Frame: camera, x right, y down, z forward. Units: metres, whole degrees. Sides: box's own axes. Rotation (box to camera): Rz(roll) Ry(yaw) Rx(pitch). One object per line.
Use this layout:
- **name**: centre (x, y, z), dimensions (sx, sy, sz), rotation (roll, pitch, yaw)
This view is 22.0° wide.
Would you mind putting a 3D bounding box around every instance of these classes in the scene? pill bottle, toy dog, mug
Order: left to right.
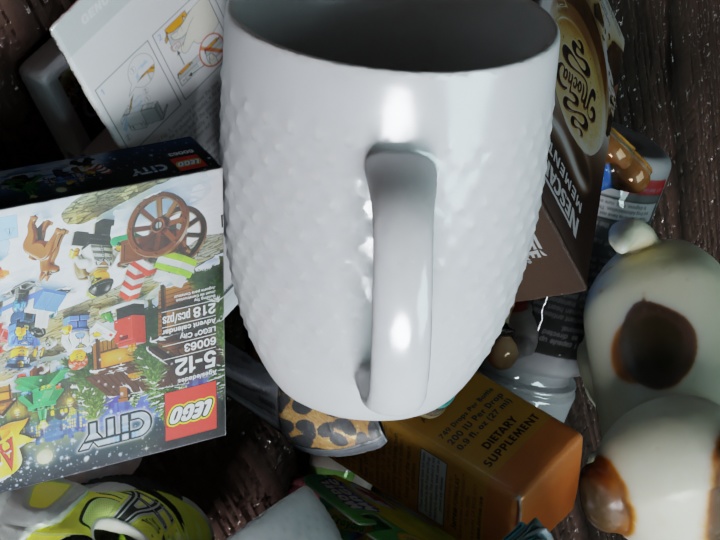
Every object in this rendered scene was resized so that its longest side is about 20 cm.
- **mug**: centre (0.010, -0.019, 0.808), dimensions (0.200, 0.146, 0.177), rotation (-99, -167, -64)
- **pill bottle**: centre (0.121, -0.001, 1.230), dimensions (0.113, 0.113, 0.202), rotation (-6, 119, -56)
- **toy dog**: centre (0.193, 0.085, 1.090), dimensions (0.201, 0.138, 0.195), rotation (-81, 162, -51)

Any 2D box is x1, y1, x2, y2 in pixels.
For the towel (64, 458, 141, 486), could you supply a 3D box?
- **towel**: centre (-0.185, 0.099, 0.908), dimensions (0.201, 0.032, 0.191), rotation (-54, 151, -14)

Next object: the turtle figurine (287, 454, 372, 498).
- **turtle figurine**: centre (-0.065, 0.186, 1.131), dimensions (0.144, 0.199, 0.196), rotation (35, 62, -38)

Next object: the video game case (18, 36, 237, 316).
- **video game case**: centre (-0.060, -0.089, 0.924), dimensions (0.200, 0.023, 0.183), rotation (-47, 135, -25)

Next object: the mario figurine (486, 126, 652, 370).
- **mario figurine**: centre (0.100, 0.004, 1.114), dimensions (0.123, 0.106, 0.200), rotation (38, 98, -30)

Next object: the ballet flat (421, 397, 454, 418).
- **ballet flat**: centre (0.022, -0.011, 1.053), dimensions (0.068, 0.072, 0.202), rotation (27, 60, -51)

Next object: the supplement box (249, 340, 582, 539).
- **supplement box**: centre (0.028, 0.085, 1.063), dimensions (0.066, 0.199, 0.069), rotation (-39, 144, -35)

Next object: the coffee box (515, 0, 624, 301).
- **coffee box**: centre (0.083, -0.093, 1.021), dimensions (0.113, 0.079, 0.201), rotation (58, 34, -39)

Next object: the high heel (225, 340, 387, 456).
- **high heel**: centre (0.000, 0.000, 1.007), dimensions (0.201, 0.142, 0.071), rotation (-57, 149, -9)

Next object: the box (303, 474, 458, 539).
- **box**: centre (0.052, 0.177, 1.042), dimensions (0.199, 0.117, 0.049), rotation (34, 87, -45)

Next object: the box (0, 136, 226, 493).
- **box**: centre (-0.155, 0.028, 0.799), dimensions (0.198, 0.038, 0.138), rotation (-13, 120, -24)

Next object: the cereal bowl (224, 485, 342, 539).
- **cereal bowl**: centre (-0.080, 0.204, 0.949), dimensions (0.200, 0.084, 0.200), rotation (-39, 172, -7)

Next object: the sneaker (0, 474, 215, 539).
- **sneaker**: centre (-0.126, 0.147, 0.936), dimensions (0.076, 0.076, 0.200), rotation (-64, 153, 3)

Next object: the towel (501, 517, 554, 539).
- **towel**: centre (0.059, 0.223, 0.983), dimensions (0.146, 0.022, 0.201), rotation (-34, 139, -6)

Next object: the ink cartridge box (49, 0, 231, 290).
- **ink cartridge box**: centre (-0.055, -0.112, 0.872), dimensions (0.200, 0.043, 0.174), rotation (-48, 134, -23)
